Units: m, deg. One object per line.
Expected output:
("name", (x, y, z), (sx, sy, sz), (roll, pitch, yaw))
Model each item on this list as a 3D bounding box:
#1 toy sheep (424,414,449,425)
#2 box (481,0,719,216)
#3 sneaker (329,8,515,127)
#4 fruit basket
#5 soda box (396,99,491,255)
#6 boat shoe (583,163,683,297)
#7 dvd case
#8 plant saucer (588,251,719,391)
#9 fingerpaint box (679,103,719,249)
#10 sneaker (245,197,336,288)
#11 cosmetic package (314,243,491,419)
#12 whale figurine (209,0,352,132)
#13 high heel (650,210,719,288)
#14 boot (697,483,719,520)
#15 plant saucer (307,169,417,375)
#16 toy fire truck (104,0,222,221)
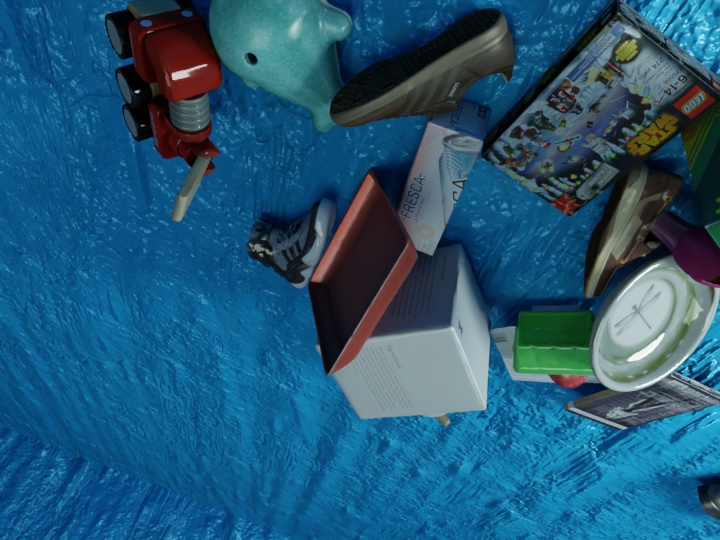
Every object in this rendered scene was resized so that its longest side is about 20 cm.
("toy sheep", (0.126, 0.196, 0.974), (0.136, 0.139, 0.201), (17, 147, 5))
("box", (0.241, -0.157, 0.578), (0.135, 0.040, 0.200), (29, 141, -11))
("sneaker", (0.065, -0.185, 0.571), (0.197, 0.071, 0.076), (-21, 134, 20))
("fruit basket", (0.312, 0.130, 0.862), (0.182, 0.095, 0.200), (-3, 152, 27))
("soda box", (0.092, -0.111, 0.681), (0.067, 0.064, 0.201), (19, 142, 2))
("boat shoe", (0.321, -0.037, 0.660), (0.071, 0.073, 0.202), (13, 135, 12))
("dvd case", (0.463, 0.218, 0.909), (0.147, 0.016, 0.200), (22, 143, -24))
("plant saucer", (0.368, 0.060, 0.715), (0.197, 0.050, 0.203), (-9, 118, -17))
("fingerpaint box", (0.394, -0.049, 0.530), (0.199, 0.169, 0.073), (40, 135, -24))
("sneaker", (-0.110, -0.050, 0.833), (0.112, 0.076, 0.201), (23, 144, -7))
("cosmetic package", (0.070, 0.091, 0.795), (0.197, 0.169, 0.168), (-11, 126, 25))
("whale figurine", (-0.076, -0.224, 0.592), (0.157, 0.105, 0.201), (-12, 134, 34))
("high heel", (0.406, 0.002, 0.610), (0.197, 0.097, 0.068), (16, 120, -27))
("boot", (0.753, 0.453, 1.038), (0.198, 0.071, 0.131), (31, 136, -19))
("plant saucer", (0.000, 0.000, 0.703), (0.036, 0.201, 0.201), (20, 116, -23))
("toy fire truck", (-0.203, -0.174, 0.619), (0.200, 0.128, 0.177), (48, 148, 22))
